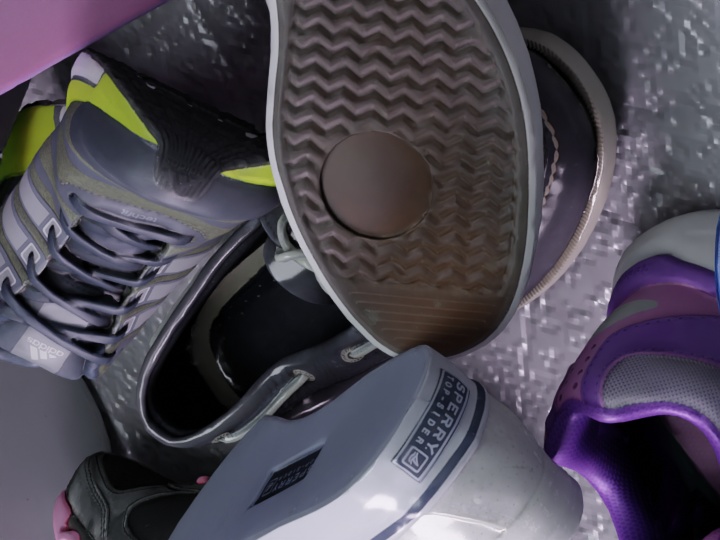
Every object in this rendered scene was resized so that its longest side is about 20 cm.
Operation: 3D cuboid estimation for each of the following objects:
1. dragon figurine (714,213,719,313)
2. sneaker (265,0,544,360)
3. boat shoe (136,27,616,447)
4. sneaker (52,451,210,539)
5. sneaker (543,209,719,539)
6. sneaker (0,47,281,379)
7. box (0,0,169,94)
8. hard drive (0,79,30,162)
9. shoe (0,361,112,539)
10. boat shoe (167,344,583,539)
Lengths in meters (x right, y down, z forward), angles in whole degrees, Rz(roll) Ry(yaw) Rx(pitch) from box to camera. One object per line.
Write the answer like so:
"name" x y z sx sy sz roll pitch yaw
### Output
"dragon figurine" 0.126 -0.005 0.696 0.059 0.099 0.200 8 115 38
"sneaker" 0.008 -0.078 0.768 0.073 0.085 0.200 -11 103 12
"boat shoe" 0.000 0.000 0.841 0.073 0.063 0.200 55 136 4
"sneaker" -0.018 0.091 0.923 0.200 0.079 0.095 26 96 41
"sneaker" 0.120 0.083 0.769 0.200 0.088 0.080 51 136 3
"sneaker" -0.073 -0.009 0.840 0.074 0.081 0.200 24 168 -11
"box" -0.158 -0.113 0.828 0.200 0.176 0.097 6 119 39
"hard drive" -0.185 -0.001 0.923 0.038 0.140 0.200 33 146 -26
"shoe" -0.128 0.112 1.020 0.091 0.071 0.200 -5 106 53
"boat shoe" 0.007 0.081 0.813 0.086 0.075 0.202 36 151 -11
